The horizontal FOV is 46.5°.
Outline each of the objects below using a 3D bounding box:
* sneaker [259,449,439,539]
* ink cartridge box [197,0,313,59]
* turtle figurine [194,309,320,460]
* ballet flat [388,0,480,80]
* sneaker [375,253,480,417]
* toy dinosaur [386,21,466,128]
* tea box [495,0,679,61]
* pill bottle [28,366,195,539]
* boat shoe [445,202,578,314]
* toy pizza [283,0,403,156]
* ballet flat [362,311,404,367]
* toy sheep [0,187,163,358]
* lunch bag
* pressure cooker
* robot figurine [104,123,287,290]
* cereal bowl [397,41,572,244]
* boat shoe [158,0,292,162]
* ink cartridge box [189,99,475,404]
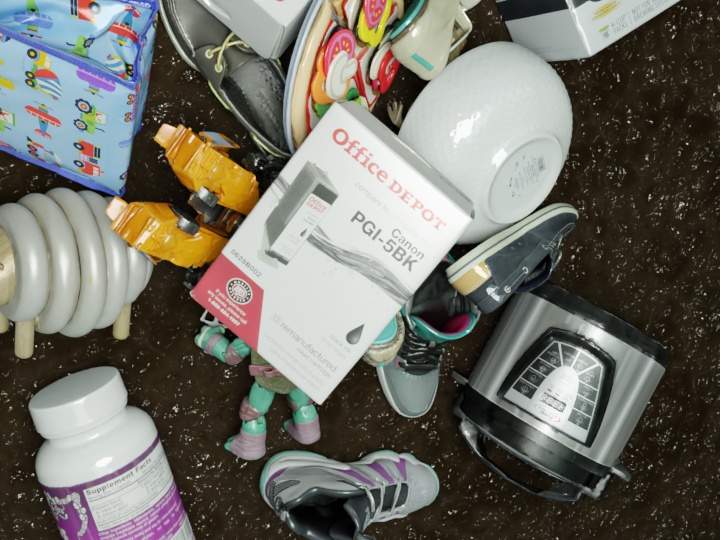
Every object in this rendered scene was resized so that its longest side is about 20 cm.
[{"bbox_3d":[0.005,0.239,0.838,0.197,0.140,0.079,3,99,-18],"label":"sneaker"},{"bbox_3d":[-0.063,-0.306,0.710,0.145,0.083,0.201,39,78,-6],"label":"ink cartridge box"},{"bbox_3d":[-0.084,0.076,0.805,0.147,0.101,0.203,-3,109,-11],"label":"turtle figurine"},{"bbox_3d":[0.080,-0.252,0.774,0.069,0.069,0.202,38,55,-21],"label":"ballet flat"},{"bbox_3d":[0.068,0.064,0.837,0.082,0.121,0.203,-6,102,-17],"label":"sneaker"},{"bbox_3d":[0.078,-0.157,0.819,0.100,0.058,0.203,-1,100,-51],"label":"toy dinosaur"},{"bbox_3d":[0.226,-0.337,0.805,0.199,0.133,0.198,-31,109,-10],"label":"tea box"},{"bbox_3d":[-0.229,0.196,0.769,0.111,0.112,0.203,-19,105,-14],"label":"pill bottle"},{"bbox_3d":[0.158,-0.013,0.818,0.199,0.075,0.063,-28,80,-46],"label":"boat shoe"},{"bbox_3d":[-0.004,-0.181,0.740,0.031,0.200,0.202,24,93,17],"label":"toy pizza"},{"bbox_3d":[0.000,0.000,0.816,0.067,0.076,0.203,-8,65,-6],"label":"ballet flat"},{"bbox_3d":[-0.247,-0.005,0.720,0.199,0.137,0.140,-13,106,-46],"label":"toy sheep"},{"bbox_3d":[-0.273,-0.157,0.666,0.197,0.151,0.095,13,57,-14],"label":"lunch bag"},{"bbox_3d":[0.201,0.130,0.865,0.177,0.176,0.202,28,92,-28],"label":"pressure cooker"},{"bbox_3d":[-0.131,-0.054,0.728,0.058,0.200,0.146,36,92,14],"label":"robot figurine"},{"bbox_3d":[0.129,-0.106,0.797,0.198,0.083,0.202,-23,136,-24],"label":"cereal bowl"},{"bbox_3d":[-0.108,-0.186,0.763,0.072,0.061,0.202,-40,110,-6],"label":"boat shoe"},{"bbox_3d":[-0.021,-0.018,0.693,0.146,0.083,0.201,39,104,0],"label":"ink cartridge box"}]
